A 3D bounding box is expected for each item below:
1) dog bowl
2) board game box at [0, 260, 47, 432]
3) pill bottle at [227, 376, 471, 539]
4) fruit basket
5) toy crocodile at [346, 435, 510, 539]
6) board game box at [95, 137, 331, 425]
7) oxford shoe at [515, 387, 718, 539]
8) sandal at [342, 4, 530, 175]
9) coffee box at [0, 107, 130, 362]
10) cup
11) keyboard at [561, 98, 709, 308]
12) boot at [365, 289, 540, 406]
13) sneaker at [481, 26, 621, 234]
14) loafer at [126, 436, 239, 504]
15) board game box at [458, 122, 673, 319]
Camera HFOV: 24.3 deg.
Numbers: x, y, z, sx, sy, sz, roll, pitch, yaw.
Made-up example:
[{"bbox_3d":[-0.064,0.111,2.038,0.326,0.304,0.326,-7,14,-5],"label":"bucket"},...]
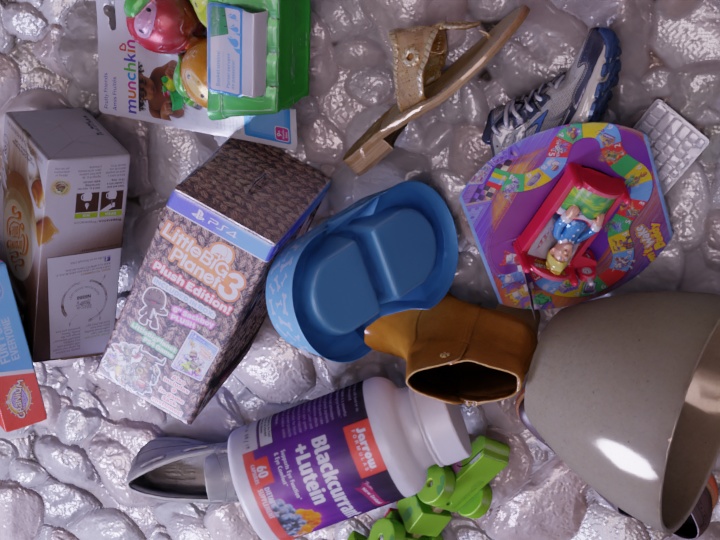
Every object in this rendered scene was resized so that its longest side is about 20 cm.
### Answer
[{"bbox_3d":[0.000,0.000,1.404,0.050,0.200,0.112,-2,114,48],"label":"dog bowl"},{"bbox_3d":[-0.353,0.046,1.543,0.040,0.200,0.153,-19,111,-22],"label":"board game box"},{"bbox_3d":[-0.008,0.161,1.487,0.200,0.111,0.112,-22,105,9],"label":"pill bottle"},{"bbox_3d":[-0.143,-0.202,1.415,0.199,0.094,0.186,11,115,17],"label":"fruit basket"},{"bbox_3d":[0.062,0.219,1.550,0.067,0.062,0.200,18,124,-37],"label":"toy crocodile"},{"bbox_3d":[-0.127,0.004,1.459,0.097,0.159,0.200,29,118,4],"label":"board game box"},{"bbox_3d":[0.223,0.166,1.465,0.200,0.073,0.071,29,118,4],"label":"oxford shoe"},{"bbox_3d":[0.041,-0.165,1.379,0.070,0.078,0.212,42,123,-10],"label":"sandal"},{"bbox_3d":[-0.271,-0.032,1.507,0.114,0.080,0.200,42,131,50],"label":"coffee box"},{"bbox_3d":[0.221,0.099,1.383,0.143,0.200,0.201,18,118,25],"label":"cup"},{"bbox_3d":[0.210,-0.054,1.410,0.056,0.011,0.200,37,118,0],"label":"keyboard"},{"bbox_3d":[0.053,0.063,1.435,0.201,0.144,0.071,1,112,17],"label":"boot"},{"bbox_3d":[0.144,-0.116,1.370,0.085,0.077,0.200,30,118,8],"label":"sneaker"},{"bbox_3d":[-0.126,0.195,1.591,0.199,0.070,0.070,-4,111,19],"label":"loafer"},{"bbox_3d":[0.175,-0.030,1.359,0.158,0.039,0.200,-20,134,5],"label":"board game box"}]
